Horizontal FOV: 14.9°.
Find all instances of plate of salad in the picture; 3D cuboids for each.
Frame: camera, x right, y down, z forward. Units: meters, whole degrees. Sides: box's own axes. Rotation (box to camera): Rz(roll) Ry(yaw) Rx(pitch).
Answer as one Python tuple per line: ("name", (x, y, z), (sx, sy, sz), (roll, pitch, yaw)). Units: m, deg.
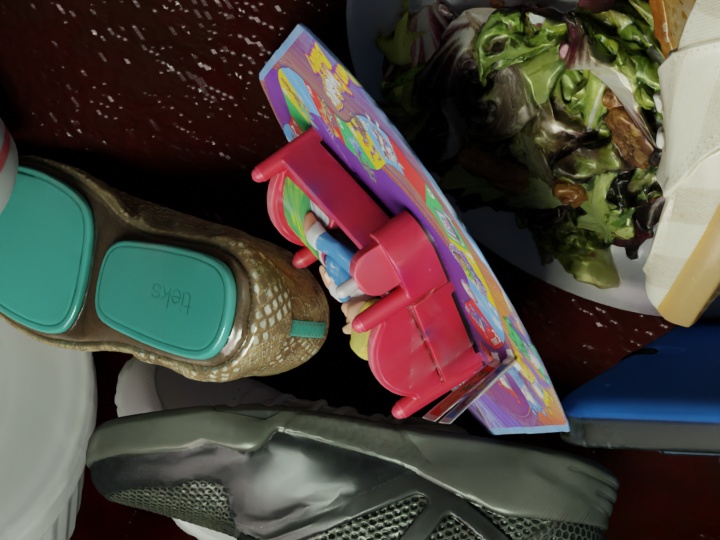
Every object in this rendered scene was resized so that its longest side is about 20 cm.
("plate of salad", (0.082, -0.054, 0.921), (0.199, 0.048, 0.201), (17, 138, 16))

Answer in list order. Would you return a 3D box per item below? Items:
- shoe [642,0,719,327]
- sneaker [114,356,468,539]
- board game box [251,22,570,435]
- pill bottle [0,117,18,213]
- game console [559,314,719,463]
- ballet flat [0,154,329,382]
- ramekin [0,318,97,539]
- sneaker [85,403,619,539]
("shoe", (0.126, -0.077, 0.826), (0.053, 0.070, 0.201), (30, 113, 16))
("sneaker", (-0.002, 0.079, 1.098), (0.199, 0.078, 0.099), (32, 133, -12))
("board game box", (0.000, 0.000, 0.946), (0.158, 0.039, 0.200), (57, 170, -2))
("pill bottle", (-0.218, -0.091, 1.026), (0.108, 0.109, 0.201), (-6, 127, 36))
("game console", (0.192, 0.079, 0.937), (0.199, 0.170, 0.119), (0, 104, 32))
("ballet flat", (-0.085, 0.004, 1.061), (0.065, 0.071, 0.200), (11, -171, -43))
("ramekin", (-0.203, 0.073, 1.123), (0.201, 0.203, 0.094), (19, 149, 15))
("sneaker", (-0.010, 0.112, 1.019), (0.198, 0.115, 0.076), (10, 168, 1))
